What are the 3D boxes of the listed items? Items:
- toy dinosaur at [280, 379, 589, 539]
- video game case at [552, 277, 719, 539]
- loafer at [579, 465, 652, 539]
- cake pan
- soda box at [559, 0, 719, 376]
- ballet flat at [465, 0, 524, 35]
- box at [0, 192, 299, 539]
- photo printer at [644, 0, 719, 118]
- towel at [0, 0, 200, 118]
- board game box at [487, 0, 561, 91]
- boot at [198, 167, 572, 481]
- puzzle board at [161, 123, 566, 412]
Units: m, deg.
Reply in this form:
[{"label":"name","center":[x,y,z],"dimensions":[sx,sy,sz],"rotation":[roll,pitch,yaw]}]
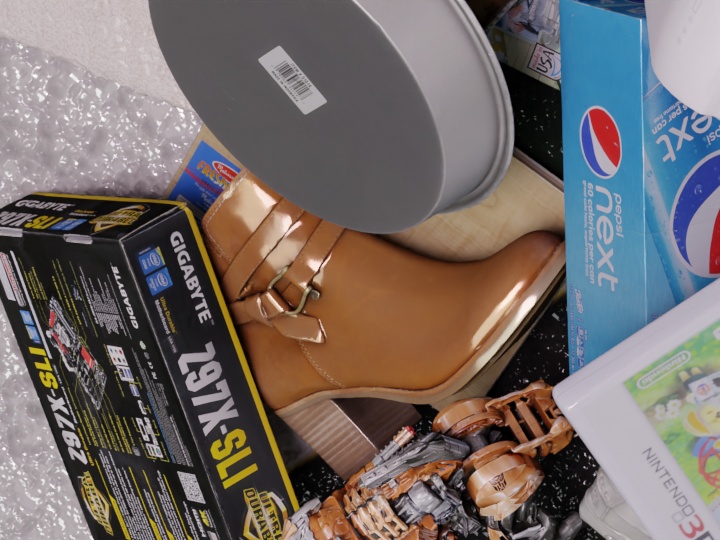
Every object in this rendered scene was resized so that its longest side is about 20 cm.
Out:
[{"label":"toy dinosaur","center":[0.059,0.107,1.301],"dimensions":[0.199,0.102,0.136],"rotation":[-11,152,8]},{"label":"video game case","center":[0.210,0.060,1.194],"dimensions":[0.200,0.022,0.182],"rotation":[-34,126,4]},{"label":"loafer","center":[0.199,0.148,1.300],"dimensions":[0.200,0.070,0.070],"rotation":[35,129,-8]},{"label":"cake pan","center":[-0.020,-0.095,1.209],"dimensions":[0.200,0.037,0.200],"rotation":[31,148,22]},{"label":"soda box","center":[0.138,-0.029,1.230],"dimensions":[0.068,0.064,0.201],"rotation":[25,123,57]},{"label":"ballet flat","center":[0.057,-0.146,1.205],"dimensions":[0.072,0.072,0.200],"rotation":[44,123,1]},{"label":"box","center":[-0.116,0.060,1.391],"dimensions":[0.160,0.049,0.200],"rotation":[6,120,56]},{"label":"photo printer","center":[0.173,-0.161,1.093],"dimensions":[0.069,0.200,0.167],"rotation":[19,120,-7]},{"label":"towel","center":[-0.112,-0.153,1.325],"dimensions":[0.200,0.034,0.133],"rotation":[21,119,22]},{"label":"board game box","center":[0.073,-0.199,1.230],"dimensions":[0.134,0.029,0.200],"rotation":[27,122,11]},{"label":"boot","center":[0.000,0.000,1.316],"dimensions":[0.200,0.074,0.155],"rotation":[-41,88,32]},{"label":"puzzle board","center":[0.009,-0.033,1.347],"dimensions":[0.200,0.017,0.151],"rotation":[37,125,6]}]
